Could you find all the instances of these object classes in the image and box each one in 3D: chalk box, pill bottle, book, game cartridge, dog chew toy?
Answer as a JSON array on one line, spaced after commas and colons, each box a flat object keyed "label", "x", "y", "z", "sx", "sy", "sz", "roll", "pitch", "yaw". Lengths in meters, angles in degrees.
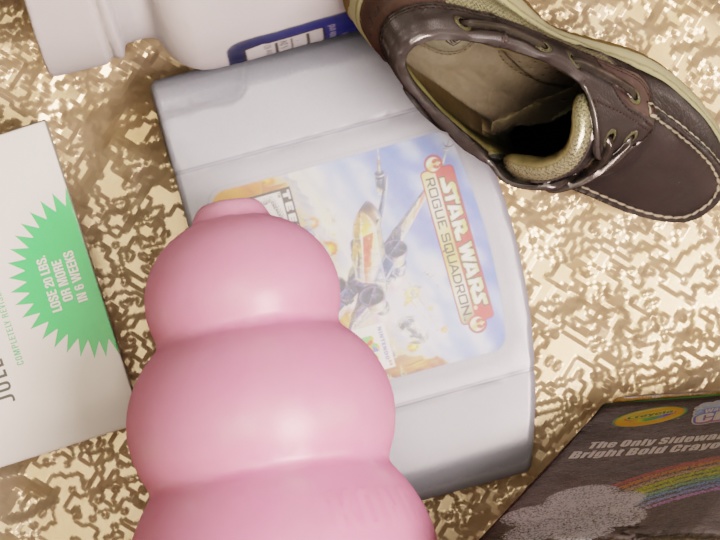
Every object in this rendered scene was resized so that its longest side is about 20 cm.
[{"label": "chalk box", "x": 0.145, "y": 0.123, "z": 1.124, "sx": 0.124, "sy": 0.200, "sz": 0.124, "roll": -5, "pitch": 107, "yaw": 29}, {"label": "pill bottle", "x": -0.042, "y": -0.148, "z": 1.158, "sx": 0.199, "sy": 0.120, "sz": 0.120, "roll": -15, "pitch": 89, "yaw": -3}, {"label": "book", "x": -0.206, "y": 0.030, "z": 1.190, "sx": 0.200, "sy": 0.048, "sz": 0.134, "roll": -18, "pitch": 93, "yaw": -4}, {"label": "game cartridge", "x": 0.000, "y": 0.000, "z": 1.198, "sx": 0.133, "sy": 0.042, "sz": 0.201, "roll": -16, "pitch": 89, "yaw": 2}, {"label": "dog chew toy", "x": -0.037, "y": 0.071, "z": 1.122, "sx": 0.124, "sy": 0.125, "sz": 0.201, "roll": -8, "pitch": 81, "yaw": -2}]

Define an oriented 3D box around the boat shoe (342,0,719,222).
[{"label": "boat shoe", "x": 0.074, "y": -0.061, "z": 1.146, "sx": 0.200, "sy": 0.065, "sz": 0.073, "roll": 26, "pitch": 126, "yaw": -32}]
